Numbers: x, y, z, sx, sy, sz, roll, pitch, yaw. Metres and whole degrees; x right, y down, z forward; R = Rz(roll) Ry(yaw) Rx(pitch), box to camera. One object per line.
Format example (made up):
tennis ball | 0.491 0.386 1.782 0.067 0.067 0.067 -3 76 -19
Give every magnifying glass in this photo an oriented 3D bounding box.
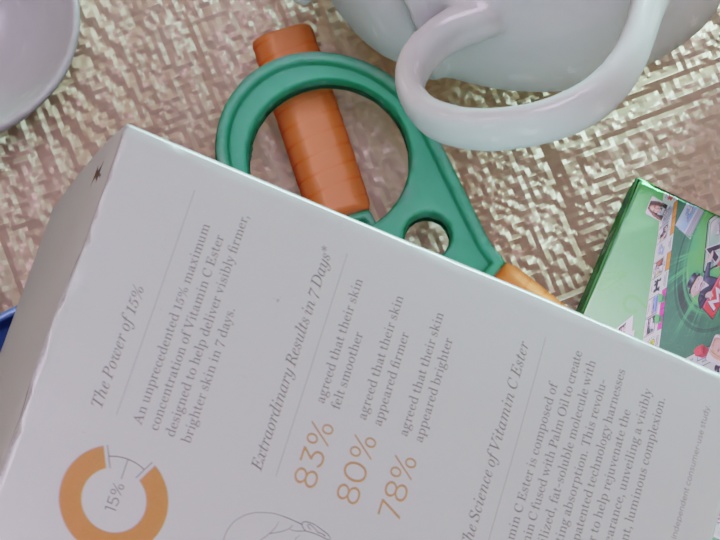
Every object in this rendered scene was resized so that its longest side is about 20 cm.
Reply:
magnifying glass | 0.000 0.000 0.892 0.079 0.022 0.201 -17 77 -9
magnifying glass | 0.031 -0.007 0.863 0.200 0.022 0.080 39 77 7

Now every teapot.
teapot | 0.036 -0.139 0.849 0.146 0.200 0.198 -29 90 -3

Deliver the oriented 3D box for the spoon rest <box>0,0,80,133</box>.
spoon rest | -0.185 -0.056 0.869 0.099 0.061 0.200 34 76 4

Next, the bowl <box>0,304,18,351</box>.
bowl | -0.072 0.105 0.761 0.200 0.039 0.202 2 74 -6

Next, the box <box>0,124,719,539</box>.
box | -0.008 0.062 0.664 0.199 0.097 0.125 23 71 -13

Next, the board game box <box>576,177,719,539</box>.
board game box | 0.127 0.081 0.879 0.134 0.029 0.201 24 75 2
